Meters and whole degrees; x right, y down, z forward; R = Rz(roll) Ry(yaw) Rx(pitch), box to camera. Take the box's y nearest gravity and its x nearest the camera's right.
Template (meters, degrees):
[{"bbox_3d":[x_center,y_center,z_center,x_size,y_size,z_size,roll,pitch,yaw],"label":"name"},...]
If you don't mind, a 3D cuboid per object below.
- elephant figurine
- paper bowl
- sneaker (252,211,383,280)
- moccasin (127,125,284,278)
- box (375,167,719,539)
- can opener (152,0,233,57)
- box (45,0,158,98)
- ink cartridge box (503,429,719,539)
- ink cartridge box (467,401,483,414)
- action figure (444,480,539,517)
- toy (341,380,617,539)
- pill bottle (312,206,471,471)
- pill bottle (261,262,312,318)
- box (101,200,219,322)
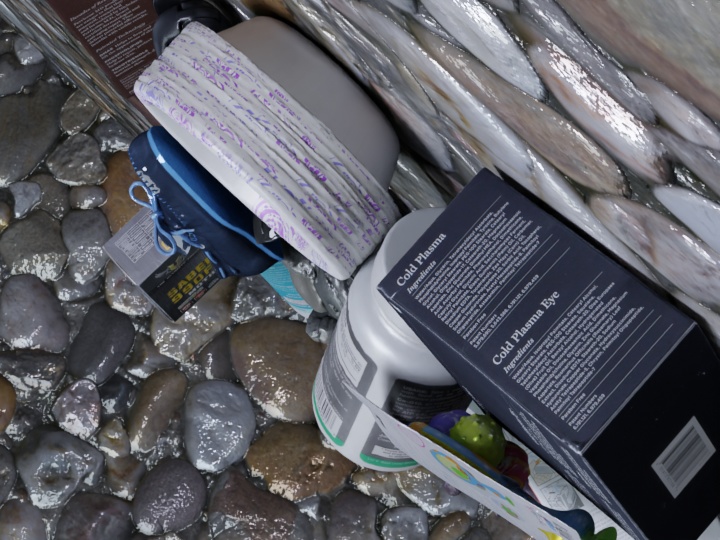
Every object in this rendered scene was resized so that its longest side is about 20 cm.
[{"bbox_3d":[0.000,0.000,1.653,0.154,0.142,0.200,26,178,14],"label":"elephant figurine"},{"bbox_3d":[-0.052,-0.095,1.372,0.200,0.104,0.201,42,174,5],"label":"paper bowl"},{"bbox_3d":[-0.063,-0.067,1.503,0.199,0.105,0.060,23,175,-8],"label":"sneaker"},{"bbox_3d":[-0.127,-0.037,1.521,0.200,0.068,0.081,46,-159,-51],"label":"moccasin"},{"bbox_3d":[0.134,0.062,1.222,0.182,0.104,0.200,38,174,35],"label":"box"},{"bbox_3d":[-0.110,-0.171,1.549,0.063,0.079,0.200,0,164,16],"label":"can opener"},{"bbox_3d":[-0.202,-0.222,1.536,0.101,0.075,0.200,61,180,22],"label":"box"},{"bbox_3d":[0.183,0.145,1.391,0.201,0.109,0.050,58,-157,-2],"label":"ink cartridge box"},{"bbox_3d":[0.133,0.135,1.757,0.200,0.084,0.146,41,174,33],"label":"ink cartridge box"},{"bbox_3d":[0.110,0.159,1.512,0.199,0.070,0.130,28,-175,32],"label":"action figure"},{"bbox_3d":[0.088,0.129,1.307,0.200,0.047,0.115,35,169,33],"label":"toy"},{"bbox_3d":[0.038,0.050,1.394,0.113,0.113,0.200,41,147,12],"label":"pill bottle"},{"bbox_3d":[-0.064,-0.044,1.874,0.111,0.111,0.200,38,174,41],"label":"pill bottle"},{"bbox_3d":[-0.114,-0.054,1.666,0.048,0.200,0.158,45,175,12],"label":"box"}]
